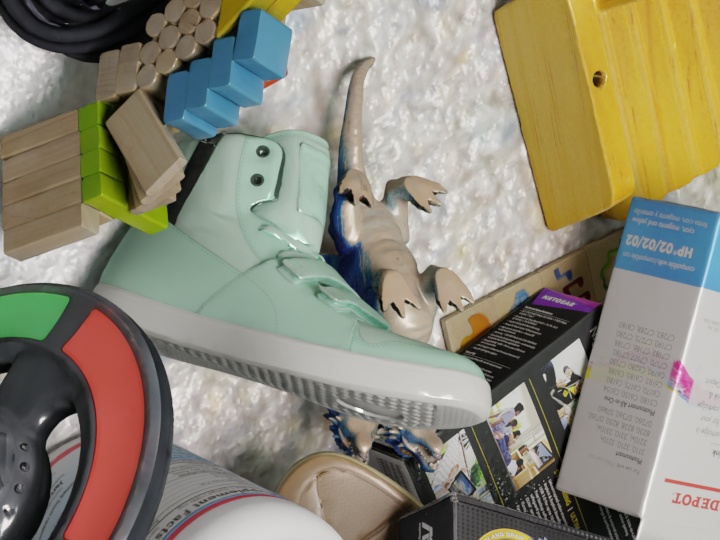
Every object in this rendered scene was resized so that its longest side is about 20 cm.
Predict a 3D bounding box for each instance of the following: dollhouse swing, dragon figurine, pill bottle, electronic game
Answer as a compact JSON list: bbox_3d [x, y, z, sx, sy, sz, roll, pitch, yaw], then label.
[{"bbox_3d":[0.207,-0.120,1.082,0.200,0.176,0.182,-29,115,-29],"label":"dollhouse swing"},{"bbox_3d":[0.000,0.000,1.025,0.059,0.099,0.200,-6,66,-32],"label":"dragon figurine"},{"bbox_3d":[-0.069,0.142,0.924,0.109,0.200,0.109,-9,106,-34],"label":"pill bottle"},{"bbox_3d":[-0.162,0.091,0.848,0.200,0.200,0.042,-55,135,-13],"label":"electronic game"}]

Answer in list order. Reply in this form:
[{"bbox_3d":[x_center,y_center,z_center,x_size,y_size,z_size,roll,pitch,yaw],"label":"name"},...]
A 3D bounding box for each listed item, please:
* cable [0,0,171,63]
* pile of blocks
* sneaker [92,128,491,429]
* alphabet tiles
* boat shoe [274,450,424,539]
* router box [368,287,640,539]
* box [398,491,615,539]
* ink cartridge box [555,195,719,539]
[{"bbox_3d":[-0.091,-0.162,0.893,0.163,0.051,0.200,-37,147,-34],"label":"cable"},{"bbox_3d":[-0.070,-0.070,0.910,0.200,0.082,0.062,-41,144,17],"label":"pile of blocks"},{"bbox_3d":[-0.020,-0.005,0.938,0.118,0.200,0.074,-67,154,-12],"label":"sneaker"},{"bbox_3d":[0.113,0.076,1.162,0.200,0.006,0.167,-26,115,-29],"label":"alphabet tiles"},{"bbox_3d":[0.026,0.157,1.022,0.071,0.065,0.200,-40,111,3],"label":"boat shoe"},{"bbox_3d":[0.093,0.134,1.123,0.149,0.051,0.200,-35,118,-27],"label":"router box"},{"bbox_3d":[0.090,0.216,0.946,0.160,0.044,0.200,21,57,-31],"label":"box"},{"bbox_3d":[0.175,0.073,1.097,0.115,0.068,0.200,15,90,-39],"label":"ink cartridge box"}]
